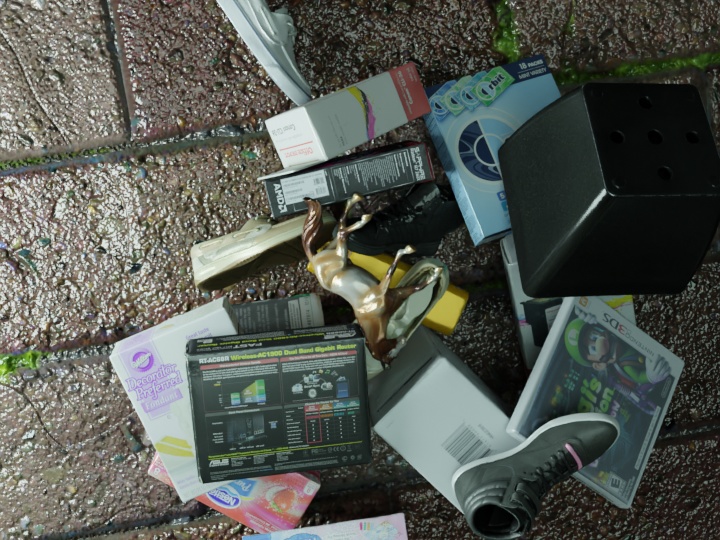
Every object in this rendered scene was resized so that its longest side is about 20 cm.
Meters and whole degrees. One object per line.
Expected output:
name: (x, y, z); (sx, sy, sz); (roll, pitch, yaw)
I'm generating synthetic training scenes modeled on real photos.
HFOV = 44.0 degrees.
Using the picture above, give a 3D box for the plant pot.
plant pot: (0.283, -0.097, 0.975); (0.198, 0.178, 0.201); (-1, 66, -10)

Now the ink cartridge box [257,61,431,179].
ink cartridge box: (-0.031, -0.176, 1.058); (0.199, 0.116, 0.068); (-29, 103, -26)

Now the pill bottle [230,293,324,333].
pill bottle: (-0.142, 0.097, 1.125); (0.199, 0.113, 0.114); (-8, 98, -4)

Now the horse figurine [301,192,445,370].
horse figurine: (0.000, 0.000, 1.034); (0.200, 0.050, 0.133); (41, 112, 10)

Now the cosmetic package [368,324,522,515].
cosmetic package: (0.115, 0.190, 1.114); (0.199, 0.200, 0.123); (44, 95, -9)

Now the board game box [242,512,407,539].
board game box: (-0.040, 0.377, 1.142); (0.198, 0.200, 0.044); (-8, 55, -4)

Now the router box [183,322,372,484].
router box: (-0.090, 0.146, 0.995); (0.199, 0.062, 0.151); (-5, 104, -8)

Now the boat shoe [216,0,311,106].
boat shoe: (-0.112, -0.296, 1.094); (0.065, 0.074, 0.200); (-35, 100, 5)

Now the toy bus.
toy bus: (0.033, 0.013, 1.144); (0.199, 0.078, 0.065); (24, 95, -7)

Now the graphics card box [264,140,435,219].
graphics card box: (-0.018, -0.115, 1.099); (0.199, 0.125, 0.051); (-15, 101, -2)

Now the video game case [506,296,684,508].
video game case: (0.282, 0.147, 1.052); (0.181, 0.023, 0.201); (34, 70, -15)

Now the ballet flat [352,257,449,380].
ballet flat: (0.036, 0.067, 1.075); (0.069, 0.069, 0.200); (39, 90, -8)

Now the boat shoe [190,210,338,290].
boat shoe: (-0.124, -0.039, 1.118); (0.199, 0.072, 0.065); (-23, 69, 15)

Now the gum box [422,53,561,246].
gum box: (0.184, -0.152, 1.105); (0.169, 0.045, 0.201); (-19, 80, -13)

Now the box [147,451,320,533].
box: (-0.160, 0.251, 1.152); (0.199, 0.103, 0.095); (30, 96, -9)

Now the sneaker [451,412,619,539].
sneaker: (0.194, 0.227, 0.957); (0.199, 0.099, 0.071); (-27, 111, 12)

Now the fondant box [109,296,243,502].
fondant box: (-0.183, 0.151, 1.046); (0.144, 0.058, 0.201); (-23, 104, 0)

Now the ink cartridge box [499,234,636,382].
ink cartridge box: (0.267, 0.048, 1.132); (0.145, 0.083, 0.201); (-12, 114, 8)

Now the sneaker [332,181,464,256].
sneaker: (0.063, -0.073, 1.114); (0.199, 0.060, 0.105); (3, 125, -39)
